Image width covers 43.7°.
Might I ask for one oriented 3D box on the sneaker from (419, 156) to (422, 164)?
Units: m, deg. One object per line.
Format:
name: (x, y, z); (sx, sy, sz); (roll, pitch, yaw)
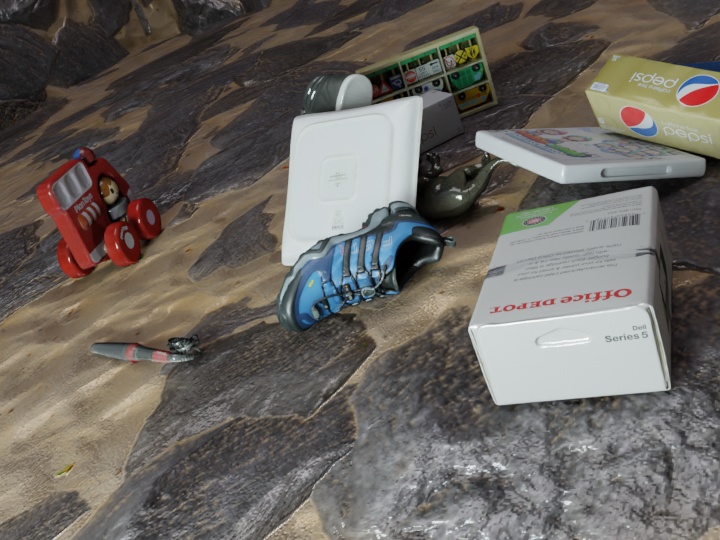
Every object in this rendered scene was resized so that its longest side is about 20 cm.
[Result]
sneaker: (0.016, -0.135, 1.226); (0.075, 0.080, 0.200); (40, 30, 16)

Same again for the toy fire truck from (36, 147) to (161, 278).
toy fire truck: (-0.403, -0.096, 1.371); (0.111, 0.169, 0.201); (-12, 26, 18)

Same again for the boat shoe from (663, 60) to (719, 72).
boat shoe: (0.377, -0.208, 1.101); (0.084, 0.069, 0.200); (-40, 28, -17)

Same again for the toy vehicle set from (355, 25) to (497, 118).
toy vehicle set: (0.103, -0.284, 1.395); (0.198, 0.125, 0.027); (-21, 24, 2)

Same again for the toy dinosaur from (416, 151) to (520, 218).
toy dinosaur: (0.108, -0.095, 1.102); (0.198, 0.077, 0.103); (5, 48, 35)

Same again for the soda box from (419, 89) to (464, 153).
soda box: (0.051, -0.199, 1.342); (0.199, 0.064, 0.068); (-28, 26, -14)

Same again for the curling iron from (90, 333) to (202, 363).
curling iron: (-0.255, 0.094, 1.049); (0.199, 0.026, 0.049); (-6, 7, 40)

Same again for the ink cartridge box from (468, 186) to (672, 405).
ink cartridge box: (0.188, 0.019, 0.773); (0.144, 0.085, 0.200); (-10, 27, 25)

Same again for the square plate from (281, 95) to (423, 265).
square plate: (-0.019, -0.109, 1.101); (0.198, 0.200, 0.028); (-2, -12, 35)

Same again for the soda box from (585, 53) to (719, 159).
soda box: (0.356, -0.182, 1.001); (0.199, 0.068, 0.064); (28, 74, 45)

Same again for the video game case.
video game case: (0.255, -0.135, 1.022); (0.180, 0.024, 0.200); (-5, 20, -19)

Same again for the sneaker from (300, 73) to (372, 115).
sneaker: (-0.048, -0.183, 1.259); (0.070, 0.202, 0.099); (7, 16, -36)

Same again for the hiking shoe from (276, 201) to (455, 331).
hiking shoe: (0.000, 0.000, 0.956); (0.199, 0.075, 0.087); (-38, 41, -15)
